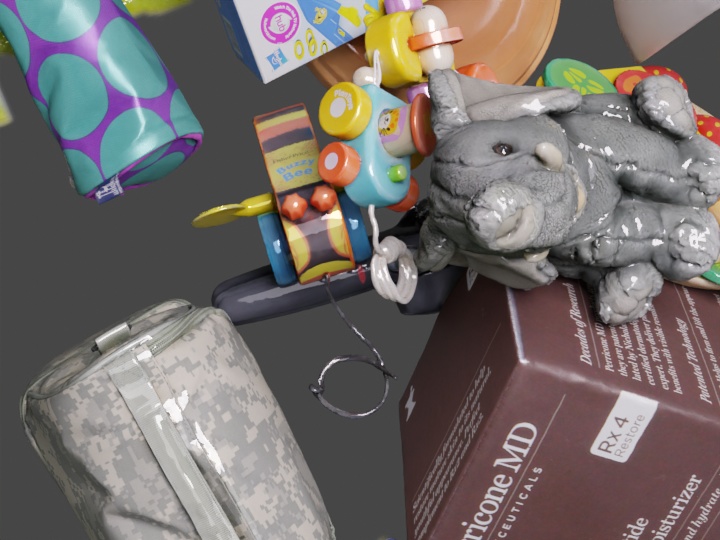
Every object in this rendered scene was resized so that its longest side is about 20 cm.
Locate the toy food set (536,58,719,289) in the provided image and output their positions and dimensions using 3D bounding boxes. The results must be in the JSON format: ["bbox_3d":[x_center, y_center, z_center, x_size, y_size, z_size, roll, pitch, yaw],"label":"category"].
[{"bbox_3d":[0.202,-0.064,0.832,0.196,0.049,0.201,-11,56,-36],"label":"toy food set"}]

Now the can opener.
[{"bbox_3d":[0.000,0.000,0.834,0.197,0.063,0.080,-13,92,-12],"label":"can opener"}]

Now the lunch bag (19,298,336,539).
[{"bbox_3d":[-0.102,0.123,0.757,0.138,0.168,0.202,-29,95,-11],"label":"lunch bag"}]

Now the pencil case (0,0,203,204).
[{"bbox_3d":[-0.182,-0.140,0.786,0.092,0.085,0.202,-29,95,14],"label":"pencil case"}]

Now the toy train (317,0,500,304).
[{"bbox_3d":[0.051,-0.082,0.757,0.151,0.055,0.201,59,40,-24],"label":"toy train"}]

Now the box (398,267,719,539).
[{"bbox_3d":[0.144,0.096,0.783,0.197,0.165,0.167,17,121,-11],"label":"box"}]

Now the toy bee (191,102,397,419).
[{"bbox_3d":[-0.023,-0.035,0.763,0.130,0.109,0.200,-34,60,-14],"label":"toy bee"}]

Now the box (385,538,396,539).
[{"bbox_3d":[0.032,0.293,0.853,0.120,0.032,0.201,-35,95,-10],"label":"box"}]

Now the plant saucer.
[{"bbox_3d":[0.044,-0.197,0.860,0.197,0.037,0.204,0,88,-12],"label":"plant saucer"}]

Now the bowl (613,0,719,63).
[{"bbox_3d":[0.254,-0.231,0.825,0.199,0.200,0.075,-36,92,-9],"label":"bowl"}]

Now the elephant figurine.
[{"bbox_3d":[0.082,-0.047,0.664,0.198,0.155,0.143,1,64,-35],"label":"elephant figurine"}]

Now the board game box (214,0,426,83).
[{"bbox_3d":[-0.012,-0.243,0.753,0.194,0.056,0.202,-29,128,-11],"label":"board game box"}]
